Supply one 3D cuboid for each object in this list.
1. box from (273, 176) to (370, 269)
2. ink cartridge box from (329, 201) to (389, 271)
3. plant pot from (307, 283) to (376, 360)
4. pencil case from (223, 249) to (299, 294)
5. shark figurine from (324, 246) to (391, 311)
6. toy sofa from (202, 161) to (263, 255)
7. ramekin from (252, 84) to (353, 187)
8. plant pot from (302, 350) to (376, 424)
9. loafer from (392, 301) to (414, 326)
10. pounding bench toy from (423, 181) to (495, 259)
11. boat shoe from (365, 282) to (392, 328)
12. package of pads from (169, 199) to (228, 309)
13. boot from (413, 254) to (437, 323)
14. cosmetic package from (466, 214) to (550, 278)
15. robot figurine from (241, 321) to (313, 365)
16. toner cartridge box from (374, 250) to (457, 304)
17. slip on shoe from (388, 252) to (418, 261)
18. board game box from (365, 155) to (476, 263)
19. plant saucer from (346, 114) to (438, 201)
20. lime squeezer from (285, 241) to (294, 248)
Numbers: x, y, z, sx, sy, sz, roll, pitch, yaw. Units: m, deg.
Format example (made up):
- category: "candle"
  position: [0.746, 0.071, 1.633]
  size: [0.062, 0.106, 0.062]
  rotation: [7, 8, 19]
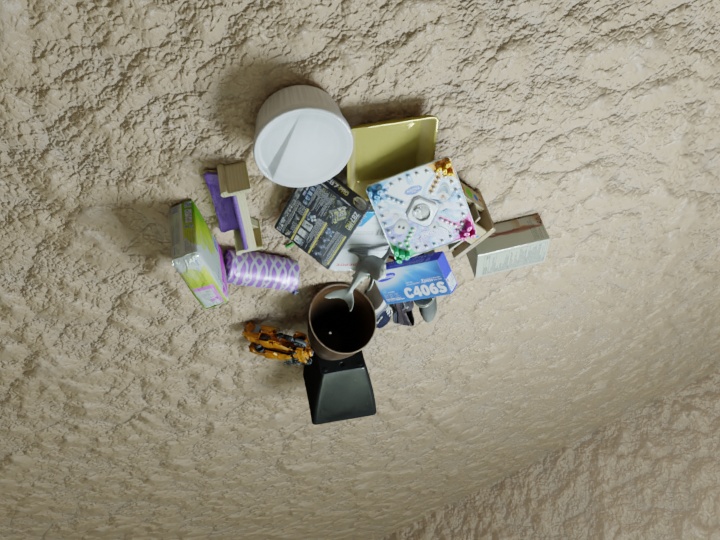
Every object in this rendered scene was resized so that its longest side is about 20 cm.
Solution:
- category: "box"
  position: [-0.087, -0.117, 1.524]
  size: [0.160, 0.049, 0.201]
  rotation: [37, 135, 1]
- category: "ink cartridge box"
  position: [0.004, -0.097, 1.634]
  size: [0.141, 0.085, 0.202]
  rotation: [-1, 141, -18]
- category: "plant pot"
  position: [-0.069, 0.164, 1.889]
  size: [0.181, 0.192, 0.201]
  rotation: [-2, 157, -17]
- category: "pencil case"
  position: [-0.240, 0.002, 1.682]
  size: [0.195, 0.087, 0.085]
  rotation: [11, 160, -29]
- category: "shark figurine"
  position: [-0.004, -0.004, 1.637]
  size: [0.088, 0.131, 0.214]
  rotation: [30, 147, -15]
- category: "toy sofa"
  position: [-0.271, -0.128, 1.496]
  size: [0.095, 0.084, 0.203]
  rotation: [-11, 143, -7]
- category: "ramekin"
  position: [-0.117, -0.267, 1.362]
  size: [0.196, 0.096, 0.205]
  rotation: [-10, 144, -7]
- category: "plant pot"
  position: [-0.064, 0.302, 2.048]
  size: [0.194, 0.202, 0.181]
  rotation: [-8, 132, -10]
- category: "loafer"
  position: [0.127, 0.092, 1.922]
  size: [0.062, 0.073, 0.202]
  rotation: [22, 152, 14]
- category: "pounding bench toy"
  position: [0.184, -0.113, 1.644]
  size: [0.154, 0.127, 0.199]
  rotation: [24, 129, -41]
- category: "boat shoe"
  position: [0.056, 0.096, 1.924]
  size: [0.090, 0.076, 0.201]
  rotation: [-1, 148, -31]
- category: "package of pads"
  position: [-0.355, -0.028, 1.532]
  size: [0.066, 0.158, 0.202]
  rotation: [-16, 144, 3]
- category: "boot"
  position: [0.171, 0.073, 1.849]
  size: [0.070, 0.185, 0.203]
  rotation: [9, 141, 7]
- category: "cosmetic package"
  position: [0.380, -0.063, 1.811]
  size: [0.194, 0.089, 0.105]
  rotation: [-12, 145, -6]
- category: "robot figurine"
  position: [-0.218, 0.199, 1.894]
  size: [0.194, 0.059, 0.147]
  rotation: [9, 146, 12]
- category: "toner cartridge box"
  position: [0.129, 0.020, 1.689]
  size: [0.196, 0.043, 0.097]
  rotation: [-12, 113, 39]
- category: "slip on shoe"
  position: [0.130, -0.007, 1.738]
  size: [0.063, 0.195, 0.074]
  rotation: [-69, 167, 11]
- category: "board game box"
  position: [0.134, -0.125, 1.518]
  size: [0.195, 0.026, 0.203]
  rotation: [-18, 121, 14]
- category: "plant saucer"
  position: [0.060, -0.245, 1.484]
  size: [0.194, 0.049, 0.203]
  rotation: [-11, 140, -10]
- category: "lime squeezer"
  position: [-0.124, -0.109, 1.611]
  size: [0.068, 0.038, 0.202]
  rotation: [0, 142, -19]
